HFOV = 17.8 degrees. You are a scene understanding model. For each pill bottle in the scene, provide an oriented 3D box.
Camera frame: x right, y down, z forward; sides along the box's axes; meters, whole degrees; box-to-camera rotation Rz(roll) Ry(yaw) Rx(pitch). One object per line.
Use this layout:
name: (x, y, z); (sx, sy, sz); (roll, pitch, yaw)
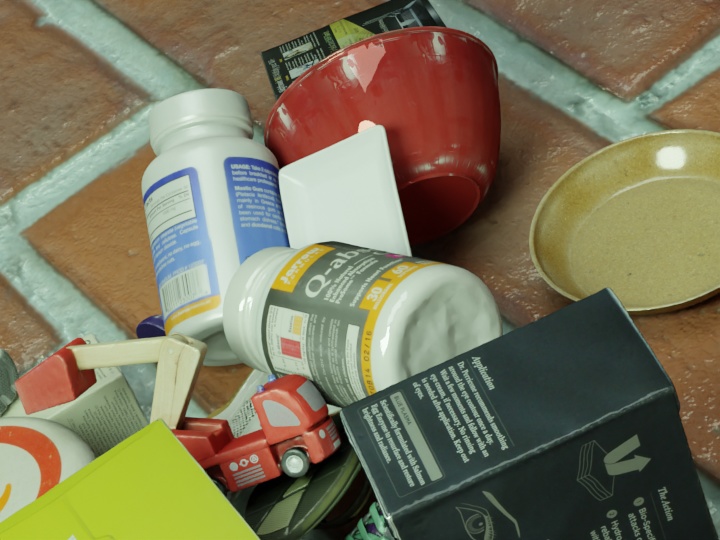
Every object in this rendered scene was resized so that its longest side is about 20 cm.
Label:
pill bottle: (-0.111, -0.036, 1.807); (0.112, 0.112, 0.201); (-14, 69, 9)
pill bottle: (-0.003, 0.041, 1.638); (0.200, 0.117, 0.116); (12, 50, 49)

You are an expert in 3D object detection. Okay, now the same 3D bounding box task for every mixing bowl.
mixing bowl: (0.033, -0.090, 1.834); (0.200, 0.200, 0.109); (-22, 60, 1)

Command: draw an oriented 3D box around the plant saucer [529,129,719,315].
plant saucer: (0.231, -0.030, 1.776); (0.200, 0.035, 0.200); (-13, 41, 12)

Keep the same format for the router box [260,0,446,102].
router box: (0.002, -0.171, 1.974); (0.157, 0.052, 0.200); (-21, 20, 1)

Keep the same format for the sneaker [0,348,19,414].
sneaker: (-0.351, 0.125, 1.732); (0.200, 0.075, 0.082); (-36, 31, -30)

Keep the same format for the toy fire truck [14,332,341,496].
toy fire truck: (-0.127, 0.097, 1.611); (0.200, 0.141, 0.049); (-21, 7, 17)

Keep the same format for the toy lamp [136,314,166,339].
toy lamp: (-0.109, -0.009, 1.891); (0.058, 0.058, 0.200); (14, 51, 35)

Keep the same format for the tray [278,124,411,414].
tray: (0.000, 0.000, 1.739); (0.107, 0.022, 0.201); (-23, 70, 34)

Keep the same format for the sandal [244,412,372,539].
sandal: (-0.015, 0.150, 1.654); (0.080, 0.057, 0.201); (-17, 13, 29)

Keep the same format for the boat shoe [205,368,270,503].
boat shoe: (-0.070, 0.120, 1.732); (0.069, 0.071, 0.200); (32, 52, 14)

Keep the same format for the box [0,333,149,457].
box: (-0.266, 0.140, 1.780); (0.200, 0.082, 0.068); (-30, 41, -12)

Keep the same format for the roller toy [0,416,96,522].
roller toy: (-0.260, 0.203, 1.654); (0.200, 0.140, 0.182); (-41, 41, -24)

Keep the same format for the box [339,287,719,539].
box: (0.117, 0.150, 1.508); (0.200, 0.197, 0.118); (-24, 39, -2)

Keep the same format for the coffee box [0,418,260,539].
coffee box: (-0.139, 0.261, 1.499); (0.200, 0.198, 0.200); (-33, 41, -12)

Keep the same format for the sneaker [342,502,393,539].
sneaker: (0.024, 0.167, 1.613); (0.200, 0.088, 0.074); (-41, 44, -21)
